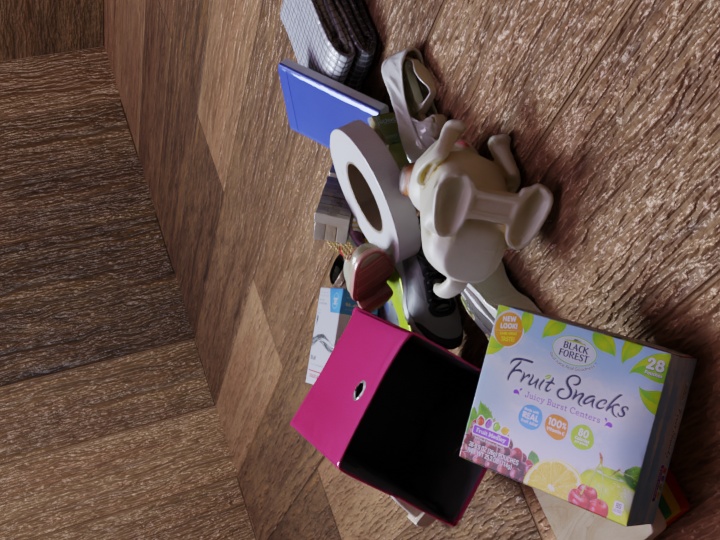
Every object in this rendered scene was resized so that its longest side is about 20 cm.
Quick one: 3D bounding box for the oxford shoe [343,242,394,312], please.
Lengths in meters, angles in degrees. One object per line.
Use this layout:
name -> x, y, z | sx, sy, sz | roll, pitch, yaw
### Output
oxford shoe -> 0.000, 0.000, 1.424 | 0.074, 0.071, 0.200 | 55, 168, 18

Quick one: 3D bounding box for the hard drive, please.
hard drive -> -0.037, -0.231, 1.549 | 0.200, 0.025, 0.132 | 30, 149, 29

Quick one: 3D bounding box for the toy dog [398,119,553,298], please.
toy dog -> 0.123, -0.083, 1.222 | 0.200, 0.139, 0.195 | -109, 23, -57

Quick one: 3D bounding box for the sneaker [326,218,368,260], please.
sneaker -> 0.013, -0.045, 1.595 | 0.200, 0.090, 0.075 | -127, 23, -48

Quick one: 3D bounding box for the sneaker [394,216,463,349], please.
sneaker -> 0.096, 0.017, 1.441 | 0.079, 0.074, 0.201 | -49, 56, 60

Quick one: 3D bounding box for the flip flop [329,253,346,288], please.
flip flop -> -0.027, 0.000, 1.784 | 0.081, 0.057, 0.201 | -155, 54, -65

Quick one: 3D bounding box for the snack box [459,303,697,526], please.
snack box -> 0.212, 0.138, 1.018 | 0.200, 0.068, 0.169 | 17, 93, 40

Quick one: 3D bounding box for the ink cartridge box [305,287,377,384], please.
ink cartridge box -> -0.032, 0.130, 1.628 | 0.116, 0.066, 0.201 | 180, 100, -70

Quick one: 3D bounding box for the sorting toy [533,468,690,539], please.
sorting toy -> 0.261, 0.218, 1.121 | 0.200, 0.069, 0.199 | 107, 145, -55

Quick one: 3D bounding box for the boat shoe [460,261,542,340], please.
boat shoe -> 0.158, 0.030, 1.278 | 0.202, 0.072, 0.060 | 56, 147, 37

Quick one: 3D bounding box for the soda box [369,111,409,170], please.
soda box -> 0.044, -0.135, 1.494 | 0.200, 0.064, 0.068 | 98, 151, -48

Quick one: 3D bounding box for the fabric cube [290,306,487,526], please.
fabric cube -> 0.057, 0.188, 1.366 | 0.197, 0.200, 0.199 | -61, 22, -3

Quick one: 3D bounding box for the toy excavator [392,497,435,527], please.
toy excavator -> 0.060, 0.304, 1.657 | 0.100, 0.194, 0.201 | 25, 98, 65

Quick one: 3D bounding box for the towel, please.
towel -> -0.049, -0.367, 1.573 | 0.166, 0.085, 0.201 | 118, 133, -64

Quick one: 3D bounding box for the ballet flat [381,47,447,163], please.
ballet flat -> 0.082, -0.208, 1.357 | 0.069, 0.069, 0.201 | 127, 128, -65

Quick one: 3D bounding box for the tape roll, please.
tape roll -> 0.019, -0.106, 1.389 | 0.203, 0.037, 0.203 | 60, 167, 23

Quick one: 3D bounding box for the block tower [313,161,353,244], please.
block tower -> -0.028, -0.118, 1.561 | 0.200, 0.054, 0.058 | -74, -6, -52

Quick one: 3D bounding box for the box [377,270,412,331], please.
box -> 0.052, 0.055, 1.620 | 0.200, 0.047, 0.122 | -179, 77, -69
